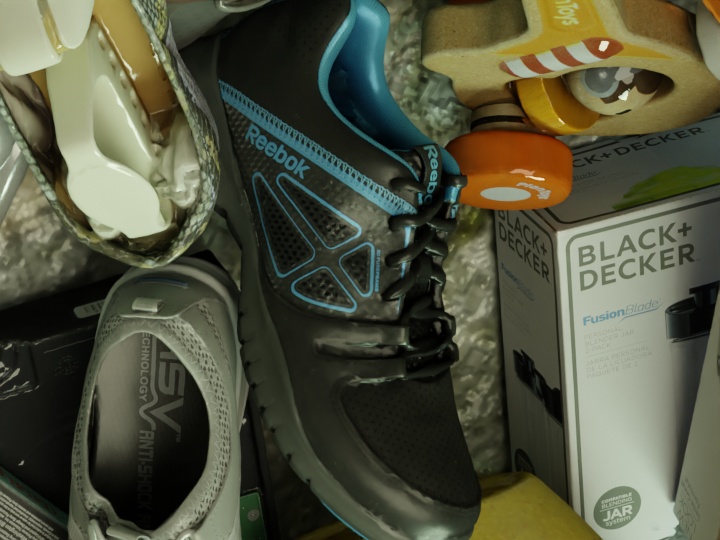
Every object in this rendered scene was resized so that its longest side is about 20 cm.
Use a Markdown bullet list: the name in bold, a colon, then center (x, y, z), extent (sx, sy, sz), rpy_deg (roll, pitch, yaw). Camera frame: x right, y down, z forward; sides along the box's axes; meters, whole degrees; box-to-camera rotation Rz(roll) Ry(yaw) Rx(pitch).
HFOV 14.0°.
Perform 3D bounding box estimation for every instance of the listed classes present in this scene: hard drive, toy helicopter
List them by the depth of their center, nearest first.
- **toy helicopter**: center (0.082, -0.082, 0.972), extent (0.132, 0.200, 0.079), rpy_deg (0, 75, 11)
- **hard drive**: center (-0.099, 0.102, 1.087), extent (0.139, 0.038, 0.201), rpy_deg (-17, 119, -14)

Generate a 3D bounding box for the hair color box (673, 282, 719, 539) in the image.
- **hair color box**: center (0.170, 0.053, 1.028), extent (0.065, 0.110, 0.201), rpy_deg (-13, 137, -15)

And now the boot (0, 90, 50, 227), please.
- **boot**: center (-0.176, 0.002, 0.987), extent (0.095, 0.074, 0.200), rpy_deg (5, 132, -49)

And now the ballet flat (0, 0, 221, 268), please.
- **ballet flat**: center (-0.091, -0.073, 0.908), extent (0.072, 0.072, 0.201), rpy_deg (-31, 134, -6)

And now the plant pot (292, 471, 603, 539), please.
- **plant pot**: center (0.035, 0.156, 1.067), extent (0.199, 0.200, 0.143), rpy_deg (-18, 90, -14)

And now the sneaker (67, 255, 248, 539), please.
- **sneaker**: center (-0.075, 0.097, 0.994), extent (0.074, 0.082, 0.201), rpy_deg (-2, 93, 9)

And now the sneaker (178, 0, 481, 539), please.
- **sneaker**: center (0.000, 0.000, 0.992), extent (0.082, 0.201, 0.073), rpy_deg (-27, 172, 28)

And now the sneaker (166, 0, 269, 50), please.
- **sneaker**: center (-0.021, -0.109, 0.936), extent (0.082, 0.200, 0.077), rpy_deg (45, 54, -1)

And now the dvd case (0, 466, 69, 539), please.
- **dvd case**: center (-0.170, 0.162, 1.053), extent (0.200, 0.022, 0.146), rpy_deg (-48, 122, 4)

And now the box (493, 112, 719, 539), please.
- **box**: center (0.118, 0.047, 1.138), extent (0.116, 0.060, 0.201), rpy_deg (-13, 118, -17)
